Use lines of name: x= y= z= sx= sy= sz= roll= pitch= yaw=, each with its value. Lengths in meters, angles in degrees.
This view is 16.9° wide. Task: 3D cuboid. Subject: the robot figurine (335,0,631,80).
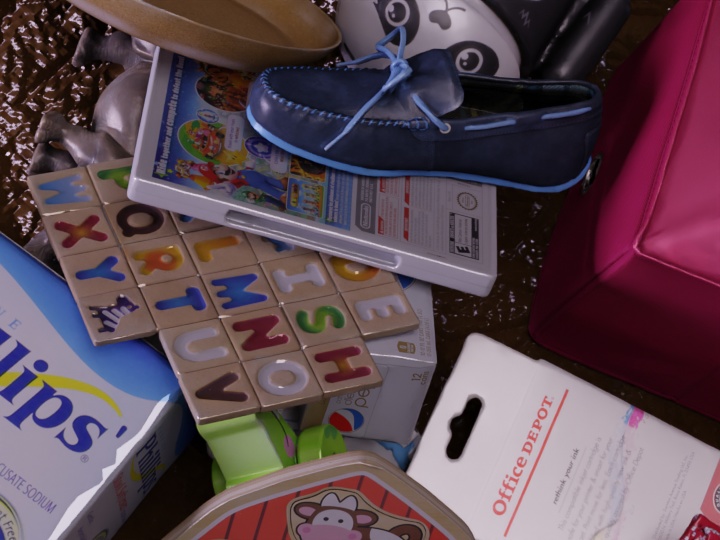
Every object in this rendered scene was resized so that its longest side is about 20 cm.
robot figurine: x=0.069 y=-0.180 z=1.426 sx=0.200 sy=0.150 sz=0.125 roll=-57 pitch=137 yaw=-20

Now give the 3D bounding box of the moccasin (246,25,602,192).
moccasin: x=0.037 y=-0.096 z=1.327 sx=0.200 sy=0.068 sz=0.081 roll=3 pitch=40 yaw=-23

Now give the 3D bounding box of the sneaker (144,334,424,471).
sneaker: x=-0.068 y=0.083 z=1.354 sx=0.200 sy=0.075 sz=0.087 roll=28 pitch=81 yaw=-1

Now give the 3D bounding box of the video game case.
video game case: x=-0.022 y=-0.060 z=1.325 sx=0.200 sy=0.018 sz=0.143 roll=16 pitch=37 yaw=-9

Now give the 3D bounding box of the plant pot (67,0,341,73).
plant pot: x=-0.107 y=-0.157 z=1.367 sx=0.200 sy=0.200 sz=0.028 roll=21 pitch=107 yaw=-6

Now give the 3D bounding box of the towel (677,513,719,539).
towel: x=0.182 y=0.250 z=1.333 sx=0.145 sy=0.022 sz=0.200 roll=35 pitch=85 yaw=-30

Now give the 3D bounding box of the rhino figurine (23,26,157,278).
rhino figurine: x=-0.143 y=-0.060 z=1.381 sx=0.087 sy=0.060 sz=0.200 roll=20 pitch=75 yaw=-2

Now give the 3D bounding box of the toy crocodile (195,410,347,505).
toy crocodile: x=-0.031 y=0.139 z=1.301 sx=0.067 sy=0.200 sz=0.062 roll=-11 pitch=44 yaw=18

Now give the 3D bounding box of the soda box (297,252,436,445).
soda box: x=0.000 y=0.000 z=1.345 sx=0.064 sy=0.068 sz=0.200 roll=8 pitch=43 yaw=-11

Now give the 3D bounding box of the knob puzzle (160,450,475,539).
knob puzzle: x=-0.021 y=0.177 z=1.278 sx=0.219 sy=0.220 sz=0.030 roll=9 pitch=37 yaw=-10

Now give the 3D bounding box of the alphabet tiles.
alphabet tiles: x=-0.069 y=0.000 z=1.277 sx=0.167 sy=0.008 sz=0.200 roll=-11 pitch=45 yaw=-19

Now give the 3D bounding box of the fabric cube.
fabric cube: x=0.235 y=-0.034 z=1.385 sx=0.200 sy=0.199 sz=0.197 roll=22 pitch=72 yaw=-6

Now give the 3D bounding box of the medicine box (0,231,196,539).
medicine box: x=-0.217 y=0.093 z=1.280 sx=0.182 sy=0.103 sz=0.200 roll=36 pitch=73 yaw=10

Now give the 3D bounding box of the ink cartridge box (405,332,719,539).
ink cartridge box: x=0.121 y=0.131 z=1.382 sx=0.200 sy=0.067 sz=0.117 roll=28 pitch=70 yaw=-5
